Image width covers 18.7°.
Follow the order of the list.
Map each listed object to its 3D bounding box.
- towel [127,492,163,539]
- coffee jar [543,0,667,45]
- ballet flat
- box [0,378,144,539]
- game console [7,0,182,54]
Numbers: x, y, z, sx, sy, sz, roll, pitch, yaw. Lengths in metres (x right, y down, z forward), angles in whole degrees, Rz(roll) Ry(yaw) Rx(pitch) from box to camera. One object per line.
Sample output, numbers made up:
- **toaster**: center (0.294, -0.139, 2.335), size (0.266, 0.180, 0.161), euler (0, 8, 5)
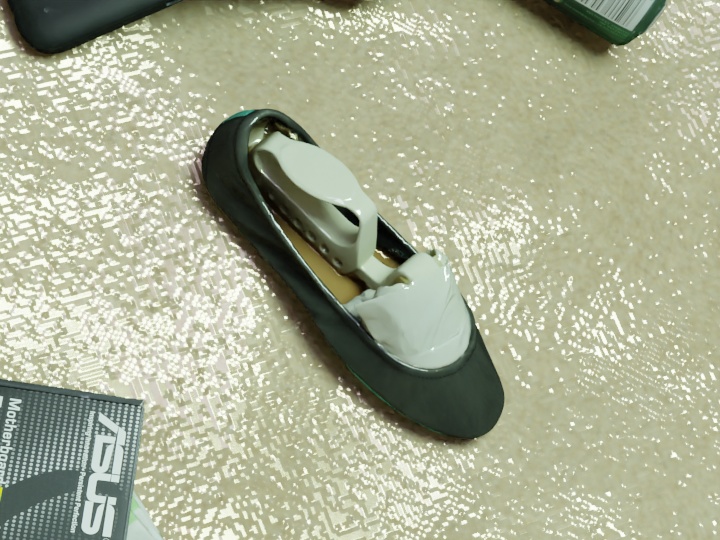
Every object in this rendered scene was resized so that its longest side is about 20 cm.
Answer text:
- **towel**: center (-0.123, 0.170, 0.927), size (0.152, 0.023, 0.200), euler (-28, 62, -28)
- **coffee jar**: center (0.081, -0.209, 1.163), size (0.199, 0.085, 0.105), euler (28, 48, -8)
- **ballet flat**: center (0.000, 0.000, 1.054), size (0.200, 0.068, 0.068), euler (44, 60, 2)
- **box**: center (-0.179, 0.134, 0.901), size (0.159, 0.044, 0.201), euler (9, 51, -4)
- **game console**: center (-0.110, -0.215, 1.134), size (0.175, 0.116, 0.201), euler (-23, 74, 4)
